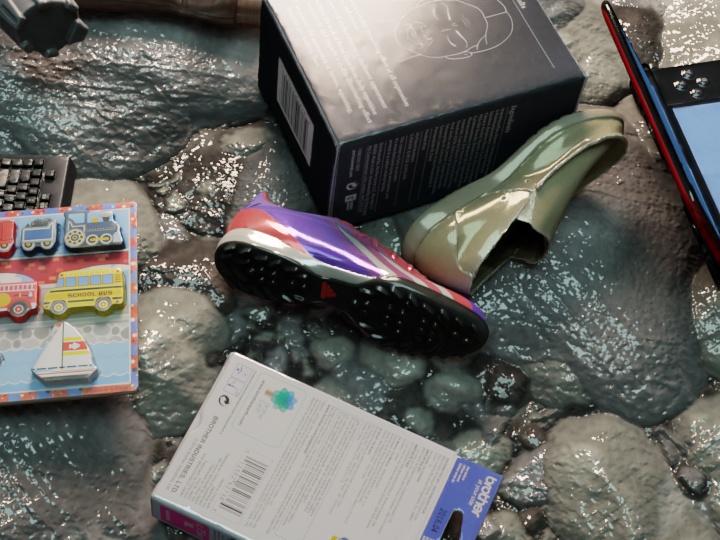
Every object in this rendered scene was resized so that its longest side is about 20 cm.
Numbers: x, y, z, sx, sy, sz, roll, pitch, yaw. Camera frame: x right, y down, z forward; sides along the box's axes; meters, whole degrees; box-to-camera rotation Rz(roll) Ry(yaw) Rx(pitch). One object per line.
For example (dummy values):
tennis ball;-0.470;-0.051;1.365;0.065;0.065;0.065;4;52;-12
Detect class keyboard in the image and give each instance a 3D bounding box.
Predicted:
keyboard;-0.227;0.002;1.042;0.126;0.021;0.201;5;58;-3

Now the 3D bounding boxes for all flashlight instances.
flashlight;-0.289;-0.236;1.137;0.068;0.068;0.200;-35;55;-12

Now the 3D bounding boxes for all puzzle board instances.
puzzle board;-0.250;0.022;1.008;0.198;0.017;0.152;-5;57;-2

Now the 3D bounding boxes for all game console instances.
game console;0.275;-0.104;1.107;0.171;0.119;0.201;-9;59;-12

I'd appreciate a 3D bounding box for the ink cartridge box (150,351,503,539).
ink cartridge box;-0.021;0.145;0.962;0.199;0.042;0.120;22;58;11

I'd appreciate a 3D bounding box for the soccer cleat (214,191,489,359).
soccer cleat;0.000;0.000;1.044;0.199;0.068;0.073;18;50;7

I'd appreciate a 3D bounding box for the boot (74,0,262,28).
boot;-0.164;-0.281;1.208;0.198;0.064;0.187;6;58;3

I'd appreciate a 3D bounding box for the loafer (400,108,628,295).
loafer;0.123;-0.045;1.083;0.199;0.076;0.068;-34;68;-14

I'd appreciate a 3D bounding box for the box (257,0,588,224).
box;0.041;-0.141;1.112;0.199;0.107;0.149;-17;60;-16
